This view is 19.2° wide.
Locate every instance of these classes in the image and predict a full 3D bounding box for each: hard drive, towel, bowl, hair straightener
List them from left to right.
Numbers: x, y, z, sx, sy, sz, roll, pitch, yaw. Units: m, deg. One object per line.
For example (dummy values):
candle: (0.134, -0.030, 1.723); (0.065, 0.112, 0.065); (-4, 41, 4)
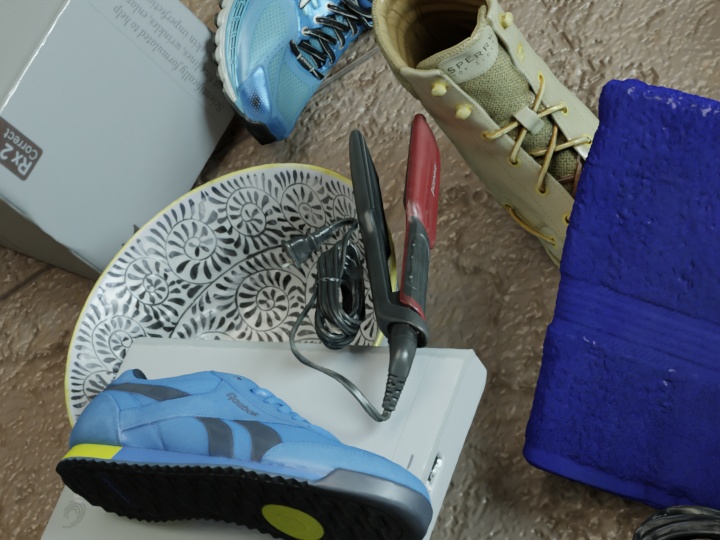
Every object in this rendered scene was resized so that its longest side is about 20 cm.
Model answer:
hard drive: (-0.049, 0.094, 1.022); (0.200, 0.026, 0.132); (1, 54, 32)
bowl: (-0.051, 0.051, 1.143); (0.201, 0.094, 0.201); (-17, 50, 21)
hair straightener: (0.000, 0.000, 1.042); (0.077, 0.041, 0.200); (-11, 43, 13)
towel: (0.160, 0.018, 1.004); (0.148, 0.050, 0.200); (19, 103, 36)

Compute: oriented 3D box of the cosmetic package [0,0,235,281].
cosmetic package: (-0.211, -0.112, 1.310); (0.200, 0.165, 0.165); (18, 75, 40)

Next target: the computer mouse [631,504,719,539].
computer mouse: (0.184, 0.195, 0.911); (0.138, 0.053, 0.200); (-7, 56, 22)

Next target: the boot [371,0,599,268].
boot: (0.094, -0.068, 1.092); (0.073, 0.155, 0.200); (-42, 45, -1)

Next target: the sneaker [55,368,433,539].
sneaker: (-0.048, 0.077, 0.970); (0.200, 0.066, 0.078); (5, 53, 35)

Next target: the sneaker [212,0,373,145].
sneaker: (-0.022, -0.166, 1.298); (0.090, 0.078, 0.200); (6, 62, 33)
